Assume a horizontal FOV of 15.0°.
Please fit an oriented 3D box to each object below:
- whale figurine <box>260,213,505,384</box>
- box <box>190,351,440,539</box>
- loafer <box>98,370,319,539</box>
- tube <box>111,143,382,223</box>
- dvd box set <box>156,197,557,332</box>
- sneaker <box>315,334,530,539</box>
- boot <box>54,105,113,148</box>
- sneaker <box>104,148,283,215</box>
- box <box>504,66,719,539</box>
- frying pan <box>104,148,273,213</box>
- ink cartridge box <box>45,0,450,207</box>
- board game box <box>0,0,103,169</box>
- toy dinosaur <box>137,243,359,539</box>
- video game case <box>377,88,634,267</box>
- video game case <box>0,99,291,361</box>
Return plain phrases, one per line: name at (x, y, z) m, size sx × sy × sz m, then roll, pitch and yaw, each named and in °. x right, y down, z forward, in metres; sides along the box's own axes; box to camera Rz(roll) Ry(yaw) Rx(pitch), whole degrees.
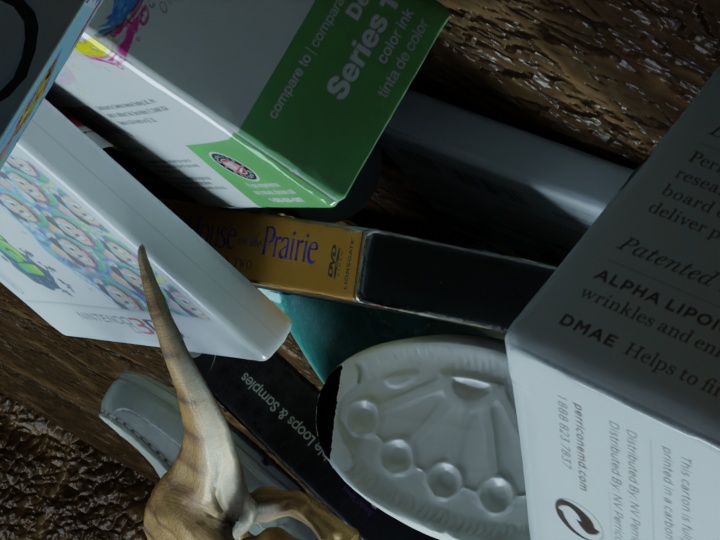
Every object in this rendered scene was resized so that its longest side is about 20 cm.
whale figurine at (0.018, 0.042, 1.272) m, size 0.200 × 0.104 × 0.159 m, roll 24°, pitch 168°, yaw 19°
box at (0.006, 0.096, 1.153) m, size 0.200 × 0.036 × 0.143 m, roll 40°, pitch 175°, yaw 36°
loafer at (-0.040, 0.124, 1.142) m, size 0.200 × 0.070 × 0.070 m, roll 44°, pitch 176°, yaw 6°
tube at (-0.061, -0.057, 1.199) m, size 0.077 × 0.051 × 0.200 m, roll 13°, pitch -179°, yaw -30°
dvd box set at (0.000, 0.000, 1.075) m, size 0.146 × 0.029 × 0.200 m, roll 12°, pitch 179°, yaw -36°
sneaker at (0.094, 0.075, 1.077) m, size 0.199 × 0.081 × 0.146 m, roll 7°, pitch 176°, yaw 15°
boot at (-0.149, -0.108, 1.149) m, size 0.144 × 0.073 × 0.200 m, roll 38°, pitch 158°, yaw -34°
sneaker at (-0.129, -0.048, 1.340) m, size 0.200 × 0.075 × 0.090 m, roll 37°, pitch 162°, yaw -26°
box at (0.163, 0.076, 0.835) m, size 0.200 × 0.131 × 0.199 m, roll 25°, pitch 147°, yaw 26°
frying pan at (-0.084, -0.029, 1.213) m, size 0.115 × 0.031 × 0.190 m, roll 7°, pitch -164°, yaw -11°
ink cartridge box at (-0.091, -0.108, 0.950) m, size 0.200 × 0.084 × 0.145 m, roll 34°, pitch 170°, yaw -19°
board game box at (-0.117, -0.100, 0.757) m, size 0.103 × 0.200 × 0.105 m, roll 31°, pitch 168°, yaw -6°
toy dinosaur at (-0.055, 0.089, 1.031) m, size 0.106 × 0.060 × 0.200 m, roll 23°, pitch 144°, yaw 6°
video game case at (0.114, 0.002, 1.068) m, size 0.200 × 0.023 × 0.182 m, roll 22°, pitch 166°, yaw 33°
video game case at (-0.141, -0.036, 1.045) m, size 0.200 × 0.024 × 0.182 m, roll 43°, pitch 162°, yaw -25°
